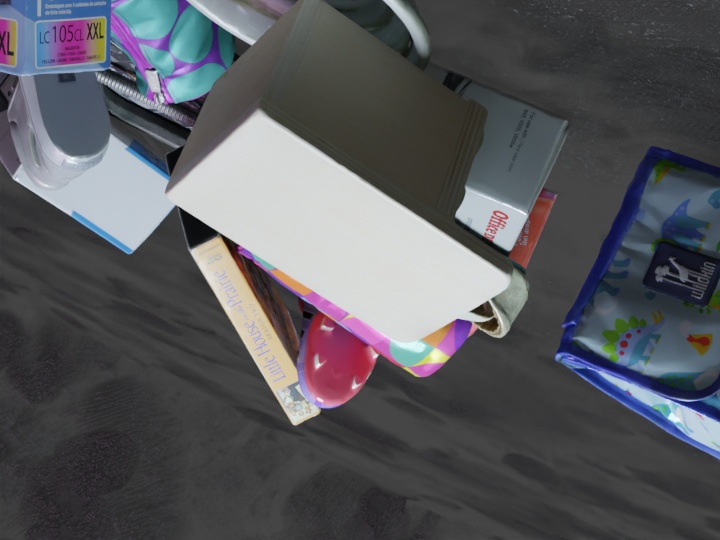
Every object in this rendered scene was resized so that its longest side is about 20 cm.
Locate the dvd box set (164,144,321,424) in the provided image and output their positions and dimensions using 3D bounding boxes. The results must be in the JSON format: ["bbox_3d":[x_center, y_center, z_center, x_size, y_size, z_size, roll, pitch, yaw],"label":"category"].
[{"bbox_3d":[-0.095,0.011,1.255,0.146,0.029,0.200,-112,-4,-54],"label":"dvd box set"}]

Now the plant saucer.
[{"bbox_3d":[-0.040,-0.191,0.995,0.200,0.050,0.200,23,165,6],"label":"plant saucer"}]

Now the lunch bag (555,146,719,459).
[{"bbox_3d":[0.252,0.030,1.072,0.200,0.170,0.127,28,166,-6],"label":"lunch bag"}]

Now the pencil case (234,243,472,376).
[{"bbox_3d":[0.000,0.000,1.198,0.200,0.088,0.088,33,164,-21],"label":"pencil case"}]

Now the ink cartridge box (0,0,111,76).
[{"bbox_3d":[-0.224,-0.229,0.955,0.136,0.200,0.076,14,-164,33],"label":"ink cartridge box"}]

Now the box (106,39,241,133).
[{"bbox_3d":[-0.161,-0.162,1.300,0.200,0.050,0.158,34,163,-33],"label":"box"}]

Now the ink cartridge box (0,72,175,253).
[{"bbox_3d":[-0.264,-0.122,1.393,0.146,0.086,0.200,37,-175,-42],"label":"ink cartridge box"}]

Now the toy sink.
[{"bbox_3d":[0.000,-0.063,1.006,0.200,0.112,0.130,32,145,-18],"label":"toy sink"}]

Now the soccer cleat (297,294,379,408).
[{"bbox_3d":[-0.024,0.037,1.272,0.067,0.200,0.076,30,136,-24],"label":"soccer cleat"}]

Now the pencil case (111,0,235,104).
[{"bbox_3d":[-0.157,-0.192,1.094,0.085,0.092,0.200,8,162,21],"label":"pencil case"}]

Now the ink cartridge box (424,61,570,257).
[{"bbox_3d":[0.041,-0.092,1.153,0.200,0.083,0.147,22,166,4],"label":"ink cartridge box"}]

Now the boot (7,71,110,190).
[{"bbox_3d":[-0.240,-0.160,1.151,0.074,0.200,0.096,-4,168,-31],"label":"boot"}]

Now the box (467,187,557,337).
[{"bbox_3d":[0.083,-0.021,1.320,0.103,0.095,0.200,25,165,-1],"label":"box"}]

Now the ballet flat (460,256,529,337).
[{"bbox_3d":[0.043,-0.012,1.142,0.200,0.062,0.067,29,161,-22],"label":"ballet flat"}]

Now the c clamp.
[{"bbox_3d":[-0.172,-0.132,1.268,0.200,0.027,0.171,27,166,-6],"label":"c clamp"}]
